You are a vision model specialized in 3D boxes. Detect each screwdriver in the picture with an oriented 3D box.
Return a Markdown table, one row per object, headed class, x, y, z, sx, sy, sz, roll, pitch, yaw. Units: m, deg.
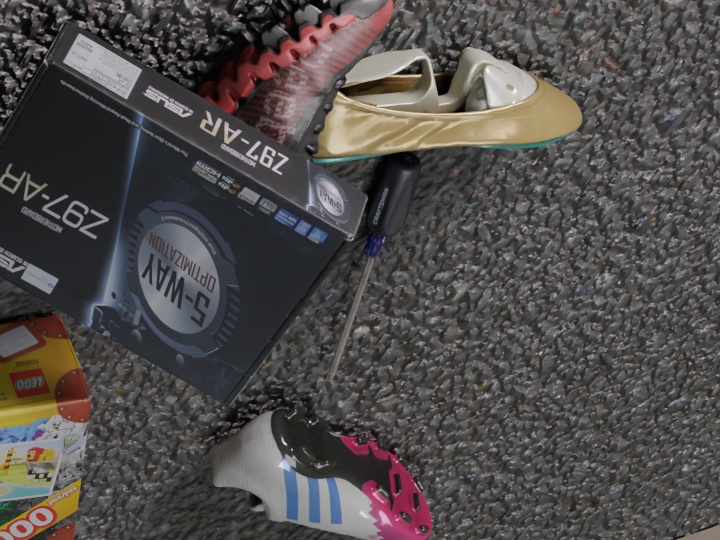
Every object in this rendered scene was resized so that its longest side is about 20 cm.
| class | x | y | z | sx | sy | sz | roll | pitch | yaw |
| --- | --- | --- | --- | --- | --- | --- | --- | --- | --- |
| screwdriver | 0.000 | 0.000 | 1.603 | 0.029 | 0.028 | 0.200 | 20 | 128 | -6 |

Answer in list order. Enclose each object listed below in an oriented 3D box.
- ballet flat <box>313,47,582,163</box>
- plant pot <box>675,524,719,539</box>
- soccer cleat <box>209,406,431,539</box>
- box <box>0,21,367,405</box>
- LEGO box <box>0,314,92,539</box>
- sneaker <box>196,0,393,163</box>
| class | x | y | z | sx | sy | sz | roll | pitch | yaw |
| --- | --- | --- | --- | --- | --- | --- | --- | --- | --- |
| ballet flat | 0.052 | -0.106 | 1.489 | 0.200 | 0.069 | 0.063 | -8 | 123 | -24 |
| plant pot | 0.371 | 0.328 | 2.056 | 0.200 | 0.177 | 0.200 | -18 | 140 | -13 |
| soccer cleat | -0.029 | 0.153 | 1.732 | 0.086 | 0.070 | 0.200 | -27 | 142 | 25 |
| box | -0.121 | -0.030 | 1.392 | 0.200 | 0.044 | 0.160 | 31 | 128 | -9 |
| LEGO box | -0.281 | 0.118 | 1.528 | 0.200 | 0.077 | 0.149 | -9 | 138 | -21 |
| sneaker | -0.047 | -0.093 | 1.416 | 0.200 | 0.071 | 0.098 | -39 | 105 | 17 |
